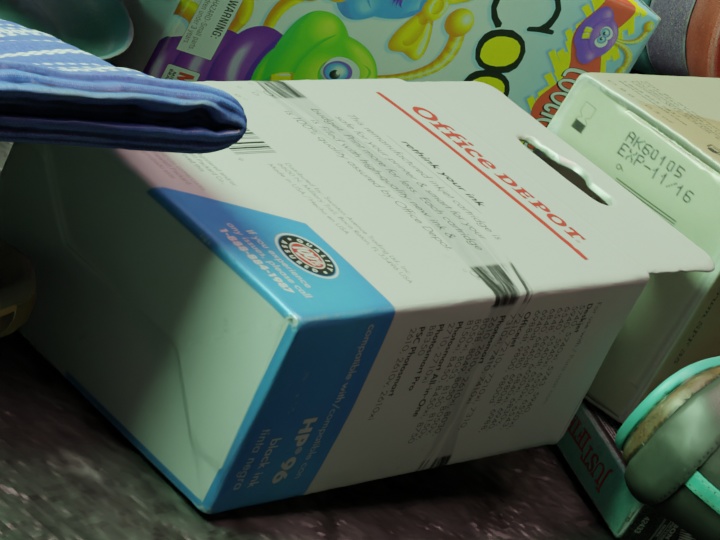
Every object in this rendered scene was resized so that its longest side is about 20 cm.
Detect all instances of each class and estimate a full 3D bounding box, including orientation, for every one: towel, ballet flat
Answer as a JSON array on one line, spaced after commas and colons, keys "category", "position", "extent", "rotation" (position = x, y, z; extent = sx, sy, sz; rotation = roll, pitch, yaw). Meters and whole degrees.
[{"category": "towel", "position": [-0.139, -0.067, 0.660], "extent": [0.145, 0.024, 0.200], "rotation": [3, 15, -41]}, {"category": "ballet flat", "position": [0.148, 0.052, 0.828], "extent": [0.068, 0.068, 0.200], "rotation": [45, 33, 15]}]

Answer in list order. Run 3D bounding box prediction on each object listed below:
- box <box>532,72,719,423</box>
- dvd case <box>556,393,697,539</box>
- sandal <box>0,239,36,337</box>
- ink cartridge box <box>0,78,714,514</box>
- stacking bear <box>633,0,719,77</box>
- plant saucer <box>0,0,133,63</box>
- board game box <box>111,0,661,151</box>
[{"category": "box", "position": [0.127, -0.012, 0.908], "extent": [0.078, 0.095, 0.200], "rotation": [37, 21, 23]}, {"category": "dvd case", "position": [0.147, 0.074, 0.891], "extent": [0.200, 0.022, 0.146], "rotation": [19, 21, -27]}, {"category": "sandal", "position": [-0.169, -0.032, 0.635], "extent": [0.200, 0.054, 0.080], "rotation": [24, 19, -16]}, {"category": "ink cartridge box", "position": [0.000, 0.000, 0.753], "extent": [0.200, 0.068, 0.116], "rotation": [-6, 39, -49]}, {"category": "stacking bear", "position": [0.152, -0.171, 1.430], "extent": [0.200, 0.122, 0.114], "rotation": [31, 8, 35]}, {"category": "plant saucer", "position": [-0.175, -0.116, 0.898], "extent": [0.200, 0.027, 0.200], "rotation": [27, 18, -9]}, {"category": "board game box", "position": [-0.001, -0.108, 1.015], "extent": [0.200, 0.105, 0.103], "rotation": [15, 24, -35]}]
